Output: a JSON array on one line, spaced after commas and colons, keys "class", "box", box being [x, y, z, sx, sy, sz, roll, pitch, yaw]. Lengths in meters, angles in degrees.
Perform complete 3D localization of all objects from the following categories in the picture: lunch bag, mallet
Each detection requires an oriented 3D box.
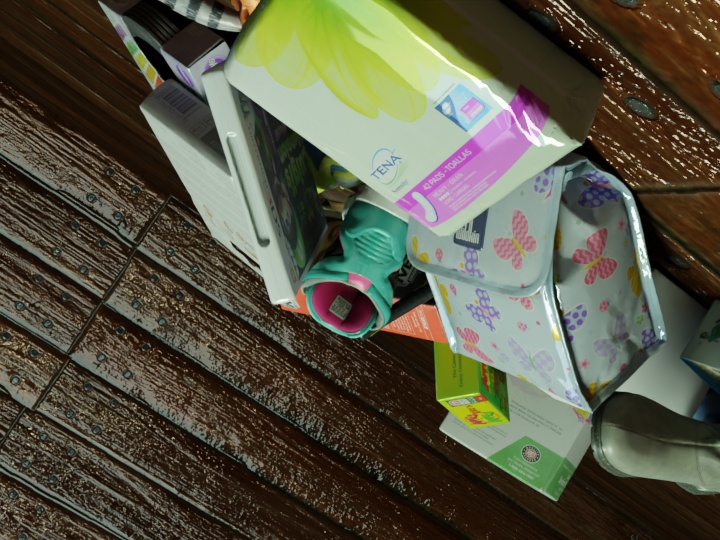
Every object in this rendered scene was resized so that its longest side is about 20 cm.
[{"class": "lunch bag", "box": [0.128, -0.012, 0.829, 0.169, 0.127, 0.201, 23, 139, 51]}, {"class": "mallet", "box": [0.082, 0.006, 0.973, 0.041, 0.199, 0.066, 59, 180, -2]}]

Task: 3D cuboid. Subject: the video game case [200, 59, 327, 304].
[{"class": "video game case", "box": [-0.072, -0.090, 0.865, 0.200, 0.023, 0.183, -73, -31, -71]}]

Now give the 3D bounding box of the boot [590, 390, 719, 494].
[{"class": "boot", "box": [0.283, 0.137, 0.820, 0.199, 0.068, 0.130, 22, 160, -37]}]

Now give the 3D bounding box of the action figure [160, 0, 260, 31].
[{"class": "action figure", "box": [-0.068, -0.173, 0.783, 0.193, 0.105, 0.200, 45, 167, -9]}]

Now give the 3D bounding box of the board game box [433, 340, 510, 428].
[{"class": "board game box", "box": [0.115, 0.055, 1.115, 0.047, 0.201, 0.102, -13, 151, 22]}]

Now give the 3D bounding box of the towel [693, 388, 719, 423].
[{"class": "towel", "box": [0.361, 0.164, 0.993, 0.112, 0.048, 0.200, 39, -156, -25]}]

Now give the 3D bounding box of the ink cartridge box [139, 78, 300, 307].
[{"class": "ink cartridge box", "box": [-0.120, -0.072, 1.016, 0.161, 0.050, 0.200, 38, 163, 37]}]

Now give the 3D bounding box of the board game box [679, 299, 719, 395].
[{"class": "board game box", "box": [0.373, 0.103, 0.813, 0.147, 0.064, 0.200, 38, 172, -27]}]

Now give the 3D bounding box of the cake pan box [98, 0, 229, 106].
[{"class": "cake pan box", "box": [-0.165, -0.186, 1.060, 0.184, 0.052, 0.200, 38, 164, 36]}]

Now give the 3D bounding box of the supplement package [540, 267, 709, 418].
[{"class": "supplement package", "box": [0.225, 0.065, 0.983, 0.117, 0.118, 0.200, 35, 173, -21]}]

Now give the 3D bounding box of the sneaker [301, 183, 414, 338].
[{"class": "sneaker", "box": [0.000, 0.000, 0.946, 0.083, 0.121, 0.200, 27, 173, 1]}]

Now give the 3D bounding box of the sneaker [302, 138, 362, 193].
[{"class": "sneaker", "box": [-0.027, -0.131, 0.965, 0.200, 0.076, 0.105, -16, 109, 54]}]

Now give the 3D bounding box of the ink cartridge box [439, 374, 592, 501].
[{"class": "ink cartridge box", "box": [0.208, 0.139, 1.209, 0.145, 0.201, 0.087, 28, 174, 29]}]

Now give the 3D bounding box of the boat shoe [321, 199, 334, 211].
[{"class": "boat shoe", "box": [0.016, -0.060, 1.171, 0.200, 0.072, 0.068, 13, 131, 64]}]

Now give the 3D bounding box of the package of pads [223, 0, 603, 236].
[{"class": "package of pads", "box": [0.026, -0.120, 0.658, 0.200, 0.068, 0.154, 36, 147, -12]}]

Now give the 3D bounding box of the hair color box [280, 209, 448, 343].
[{"class": "hair color box", "box": [0.013, 0.002, 1.075, 0.199, 0.102, 0.061, 9, 142, 29]}]

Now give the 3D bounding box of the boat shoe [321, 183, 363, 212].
[{"class": "boat shoe", "box": [0.014, -0.092, 1.047, 0.199, 0.070, 0.071, 11, 133, 52]}]
